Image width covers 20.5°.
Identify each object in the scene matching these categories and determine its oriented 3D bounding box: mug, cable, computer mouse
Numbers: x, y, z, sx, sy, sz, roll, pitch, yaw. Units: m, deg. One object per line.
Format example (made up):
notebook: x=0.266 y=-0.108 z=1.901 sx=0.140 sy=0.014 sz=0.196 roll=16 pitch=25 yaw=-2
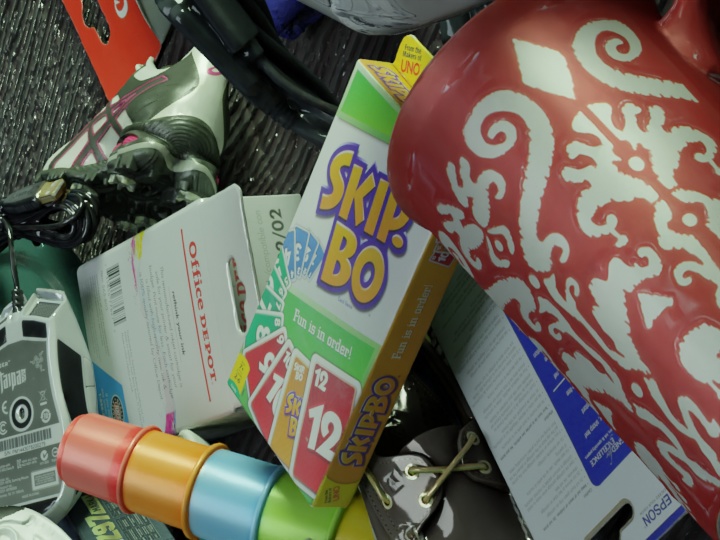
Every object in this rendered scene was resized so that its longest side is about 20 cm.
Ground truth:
mug: x=0.123 y=-0.018 z=0.736 sx=0.200 sy=0.133 sz=0.178 roll=53 pitch=136 yaw=34
cable: x=0.002 y=-0.130 z=0.920 sx=0.200 sy=0.051 sz=0.163 roll=45 pitch=118 yaw=-1
computer mouse: x=-0.183 y=0.051 z=1.138 sx=0.109 sy=0.044 sz=0.201 roll=-15 pitch=75 yaw=35

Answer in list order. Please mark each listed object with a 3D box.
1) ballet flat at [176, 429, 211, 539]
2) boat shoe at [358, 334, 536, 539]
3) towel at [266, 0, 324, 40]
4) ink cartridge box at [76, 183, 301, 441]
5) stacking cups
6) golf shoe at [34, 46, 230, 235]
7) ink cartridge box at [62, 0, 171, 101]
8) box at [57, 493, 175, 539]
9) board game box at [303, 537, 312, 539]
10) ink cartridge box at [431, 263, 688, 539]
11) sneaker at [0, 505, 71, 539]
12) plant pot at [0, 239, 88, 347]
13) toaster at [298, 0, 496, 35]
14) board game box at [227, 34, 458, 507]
ballet flat: x=-0.043 y=0.174 z=1.056 sx=0.069 sy=0.069 sz=0.201 roll=-31 pitch=76 yaw=53
boat shoe: x=0.032 y=0.090 z=0.923 sx=0.060 sy=0.072 sz=0.200 roll=82 pitch=163 yaw=-48
towel: x=-0.028 y=-0.234 z=1.008 sx=0.148 sy=0.049 sz=0.201 roll=-29 pitch=70 yaw=61
ink cartridge box: x=-0.078 y=0.029 z=1.090 sx=0.200 sy=0.068 sz=0.116 roll=-23 pitch=75 yaw=55
stacking cups: x=-0.057 y=0.112 z=0.994 sx=0.199 sy=0.060 sz=0.061 roll=18 pitch=112 yaw=20
golf shoe: x=-0.125 y=-0.073 z=1.164 sx=0.200 sy=0.077 sz=0.088 roll=-9 pitch=59 yaw=60
ink cartridge box: x=-0.154 y=-0.215 z=1.192 sx=0.200 sy=0.047 sz=0.160 roll=-57 pitch=49 yaw=40
box: x=-0.119 y=0.213 z=1.129 sx=0.200 sy=0.051 sz=0.158 roll=43 pitch=147 yaw=53
board game box: x=-0.050 y=0.245 z=0.933 sx=0.105 sy=0.103 sz=0.201 roll=42 pitch=134 yaw=43
ink cartridge box: x=0.085 y=0.043 z=0.879 sx=0.095 sy=0.037 sz=0.201 roll=-55 pitch=48 yaw=43
sneaker: x=-0.165 y=0.243 z=1.081 sx=0.200 sy=0.080 sz=0.147 roll=56 pitch=152 yaw=23
plant pot: x=-0.253 y=0.054 z=1.253 sx=0.161 sy=0.200 sz=0.201 roll=-30 pitch=68 yaw=40
toaster: x=0.036 y=-0.173 z=0.789 sx=0.129 sy=0.199 sz=0.114 roll=49 pitch=161 yaw=58
board game box: x=0.000 y=0.000 z=0.898 sx=0.096 sy=0.030 sz=0.201 roll=51 pitch=125 yaw=43
